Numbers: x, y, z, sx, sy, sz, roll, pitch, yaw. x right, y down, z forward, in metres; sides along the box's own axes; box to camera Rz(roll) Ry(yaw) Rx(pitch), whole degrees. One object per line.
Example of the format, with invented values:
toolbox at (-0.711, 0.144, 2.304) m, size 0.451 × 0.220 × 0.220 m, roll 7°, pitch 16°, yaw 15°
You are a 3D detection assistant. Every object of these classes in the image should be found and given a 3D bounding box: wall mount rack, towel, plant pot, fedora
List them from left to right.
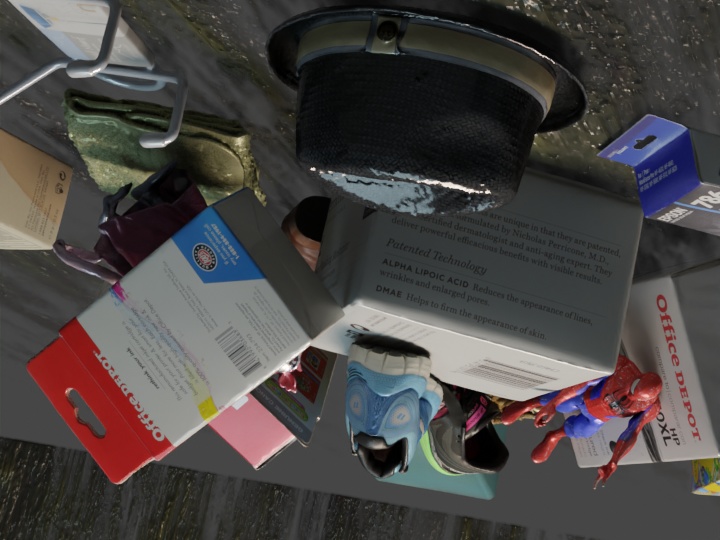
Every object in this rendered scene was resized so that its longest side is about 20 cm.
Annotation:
wall mount rack at (-0.212, -0.133, 1.039) m, size 0.173 × 0.075 × 0.200 m, roll 8°, pitch 164°, yaw 18°
towel at (-0.150, -0.085, 1.257) m, size 0.148 × 0.037 × 0.200 m, roll 12°, pitch 166°, yaw 3°
fedora at (0.033, -0.085, 0.977) m, size 0.200 × 0.092 × 0.201 m, roll 12°, pitch 167°, yaw 3°
plant pot at (0.075, 0.142, 1.758) m, size 0.141 × 0.142 × 0.200 m, roll 7°, pitch 158°, yaw 17°

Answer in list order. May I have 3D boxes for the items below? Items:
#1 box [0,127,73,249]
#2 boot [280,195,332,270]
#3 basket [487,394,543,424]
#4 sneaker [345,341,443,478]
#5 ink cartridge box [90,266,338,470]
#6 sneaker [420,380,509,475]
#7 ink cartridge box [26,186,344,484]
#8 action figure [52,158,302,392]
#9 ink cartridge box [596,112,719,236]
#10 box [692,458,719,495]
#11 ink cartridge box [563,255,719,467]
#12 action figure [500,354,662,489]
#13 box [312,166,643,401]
box at (-0.341, -0.085, 1.326) m, size 0.095 × 0.078 × 0.200 m, roll 3°, pitch 163°, yaw 33°
boot at (0.000, 0.000, 1.401) m, size 0.186 × 0.064 × 0.200 m, roll 25°, pitch 162°, yaw -10°
basket at (0.120, 0.043, 1.474) m, size 0.143 × 0.149 × 0.200 m, roll 50°, pitch 157°, yaw -9°
sneaker at (0.015, 0.116, 1.251) m, size 0.078 × 0.090 × 0.200 m, roll 11°, pitch 168°, yaw 10°
ink cartridge box at (-0.123, 0.060, 1.361) m, size 0.084 × 0.176 × 0.200 m, roll -40°, pitch 105°, yaw 23°
sneaker at (0.074, 0.103, 1.386) m, size 0.084 × 0.077 × 0.200 m, roll 8°, pitch 145°, yaw 40°
ink cartridge box at (-0.125, 0.048, 1.133) m, size 0.200 × 0.116 × 0.067 m, roll -37°, pitch -179°, yaw 25°
action figure at (-0.113, 0.020, 1.204) m, size 0.200 × 0.149 × 0.134 m, roll 54°, pitch 177°, yaw -14°
ink cartridge box at (0.258, -0.048, 1.052) m, size 0.199 × 0.039 × 0.099 m, roll 15°, pitch 166°, yaw -7°
box at (0.400, 0.126, 1.376) m, size 0.199 × 0.123 × 0.193 m, roll 3°, pitch 166°, yaw -2°
ink cartridge box at (0.239, 0.074, 1.289) m, size 0.084 × 0.145 × 0.200 m, roll -15°, pitch 178°, yaw -26°
action figure at (0.163, 0.123, 1.258) m, size 0.065 × 0.099 × 0.200 m, roll 49°, pitch 150°, yaw -2°
box at (0.078, 0.004, 1.211) m, size 0.199 × 0.131 × 0.199 m, roll 16°, pitch 166°, yaw -10°
